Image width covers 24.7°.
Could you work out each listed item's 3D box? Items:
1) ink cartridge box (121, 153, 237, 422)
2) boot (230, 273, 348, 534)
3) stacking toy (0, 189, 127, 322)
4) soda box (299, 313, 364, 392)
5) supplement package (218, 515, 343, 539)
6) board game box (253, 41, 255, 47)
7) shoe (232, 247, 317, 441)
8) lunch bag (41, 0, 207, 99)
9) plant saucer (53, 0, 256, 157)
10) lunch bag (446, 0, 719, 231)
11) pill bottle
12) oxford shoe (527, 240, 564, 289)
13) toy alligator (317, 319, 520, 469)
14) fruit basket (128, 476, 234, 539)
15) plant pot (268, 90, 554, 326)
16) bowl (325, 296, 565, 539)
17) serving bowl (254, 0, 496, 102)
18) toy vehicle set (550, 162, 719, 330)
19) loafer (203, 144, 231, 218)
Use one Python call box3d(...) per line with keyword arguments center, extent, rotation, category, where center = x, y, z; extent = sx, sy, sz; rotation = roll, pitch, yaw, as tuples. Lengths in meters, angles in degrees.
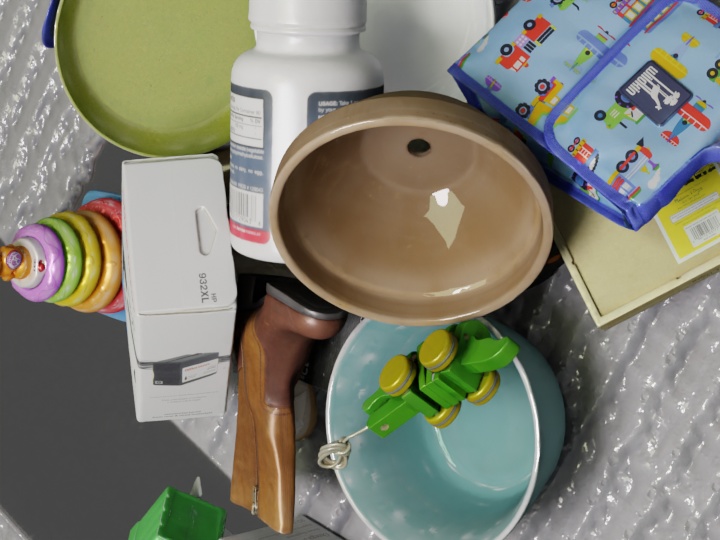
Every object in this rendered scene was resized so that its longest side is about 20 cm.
box3d(center=(-0.155, 0.018, 1.375), extent=(0.201, 0.083, 0.147), rotation=(104, 159, -60), category="ink cartridge box")
box3d(center=(-0.065, 0.109, 1.311), extent=(0.188, 0.068, 0.203), rotation=(7, 94, 60), category="boot")
box3d(center=(-0.279, -0.010, 1.488), extent=(0.109, 0.199, 0.118), rotation=(15, 101, 36), category="stacking toy")
box3d(center=(0.000, 0.000, 1.359), extent=(0.070, 0.063, 0.203), rotation=(19, 105, 35), category="soda box")
box3d(center=(-0.026, 0.306, 1.365), extent=(0.199, 0.116, 0.119), rotation=(25, 107, 33), category="supplement package")
box3d(center=(-0.044, -0.235, 1.401), extent=(0.134, 0.029, 0.202), rotation=(35, 113, 31), category="board game box")
box3d(center=(-0.082, 0.050, 1.431), extent=(0.069, 0.053, 0.203), rotation=(-17, 81, 36), category="shoe")
box3d(center=(-0.206, -0.263, 1.467), extent=(0.200, 0.126, 0.172), rotation=(45, 120, 60), category="lunch bag")
box3d(center=(-0.159, -0.195, 1.377), extent=(0.031, 0.198, 0.202), rotation=(-134, 56, -65), category="plant saucer")
box3d(center=(0.185, -0.120, 1.132), extent=(0.151, 0.094, 0.200), rotation=(-44, 50, -7), category="lunch bag")
box3d(center=(-0.041, -0.115, 1.256), extent=(0.119, 0.119, 0.203), rotation=(12, 107, 36), category="pill bottle")
box3d(center=(0.121, -0.031, 1.264), extent=(0.199, 0.072, 0.085), rotation=(-27, 74, 23), category="oxford shoe")
box3d(center=(0.040, 0.084, 1.213), extent=(0.199, 0.059, 0.055), rotation=(-34, 32, 34), category="toy alligator")
box3d(center=(-0.179, 0.307, 1.465), extent=(0.093, 0.185, 0.202), rotation=(17, 105, -6), category="fruit basket")
box3d(center=(0.038, -0.061, 1.167), extent=(0.200, 0.200, 0.093), rotation=(-32, 34, 34), category="plant pot")
box3d(center=(0.080, 0.118, 1.279), extent=(0.199, 0.104, 0.204), rotation=(2, 93, 37), category="bowl")
box3d(center=(0.016, -0.204, 1.315), extent=(0.197, 0.066, 0.203), rotation=(4, 106, 15), category="serving bowl")
box3d(center=(0.230, -0.058, 1.162), extent=(0.199, 0.026, 0.125), rotation=(-28, 74, 15), category="toy vehicle set")
box3d(center=(-0.129, -0.073, 1.436), extent=(0.199, 0.071, 0.074), rotation=(-29, 45, 36), category="loafer")
